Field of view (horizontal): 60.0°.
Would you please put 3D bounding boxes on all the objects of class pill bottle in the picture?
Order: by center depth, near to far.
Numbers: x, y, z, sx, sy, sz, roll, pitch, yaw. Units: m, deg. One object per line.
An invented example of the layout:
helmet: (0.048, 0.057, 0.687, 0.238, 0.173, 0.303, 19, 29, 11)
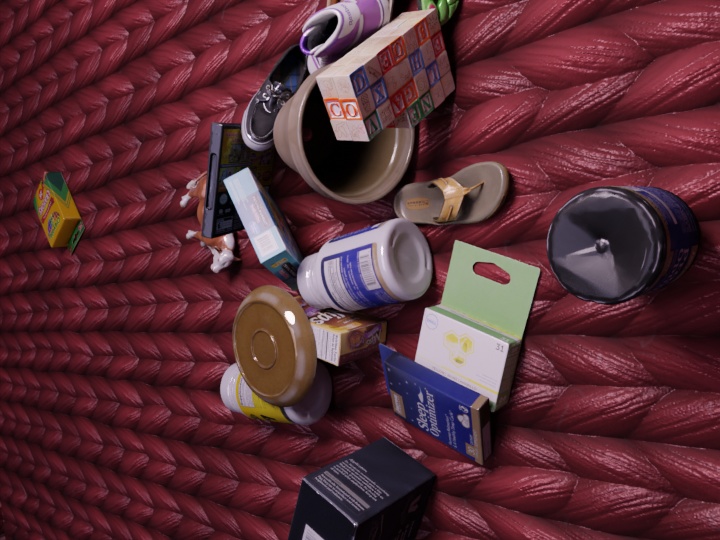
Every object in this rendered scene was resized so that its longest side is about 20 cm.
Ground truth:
pill bottle: (0.285, -0.032, 0.651, 0.111, 0.199, 0.113, 6, 100, 41)
pill bottle: (0.000, 0.000, 0.960, 0.199, 0.119, 0.121, -14, 86, 42)
pill bottle: (-0.157, 0.214, 1.128, 0.199, 0.114, 0.116, -6, 91, 42)

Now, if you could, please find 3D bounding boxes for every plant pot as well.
plant pot: (-0.046, -0.208, 0.947, 0.173, 0.198, 0.203, 17, 107, 55)
plant pot: (-0.150, 0.126, 1.015, 0.199, 0.027, 0.203, 6, 99, 41)

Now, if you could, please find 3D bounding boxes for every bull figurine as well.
bull figurine: (-0.298, -0.096, 1.245, 0.120, 0.065, 0.203, -1, 94, 38)

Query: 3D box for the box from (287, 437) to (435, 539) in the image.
box: (-0.005, 0.395, 0.958, 0.117, 0.199, 0.199, 28, 112, 35)

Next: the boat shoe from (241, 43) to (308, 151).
boat shoe: (-0.133, -0.288, 1.016, 0.069, 0.201, 0.066, 30, 155, -8)

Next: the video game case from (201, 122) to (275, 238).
video game case: (-0.205, -0.159, 1.074, 0.025, 0.200, 0.183, 13, 105, 15)

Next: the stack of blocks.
stack of blocks: (0.040, -0.246, 0.823, 0.058, 0.200, 0.116, 11, 135, 40)

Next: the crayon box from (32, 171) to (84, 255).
crayon box: (-0.834, -0.156, 1.722, 0.127, 0.051, 0.201, -46, 66, 34)

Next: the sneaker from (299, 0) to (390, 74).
sneaker: (-0.054, -0.323, 0.886, 0.073, 0.114, 0.200, 59, 150, -2)

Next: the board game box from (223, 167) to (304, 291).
board game box: (-0.147, -0.062, 1.039, 0.047, 0.200, 0.152, -27, 74, 1)

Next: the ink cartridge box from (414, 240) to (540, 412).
ink cartridge box: (0.159, 0.075, 0.879, 0.145, 0.048, 0.202, 23, 112, 38)

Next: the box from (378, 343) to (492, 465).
box: (0.101, 0.194, 0.920, 0.199, 0.032, 0.122, 23, 139, 38)

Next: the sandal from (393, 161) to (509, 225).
sandal: (0.119, -0.103, 0.886, 0.199, 0.054, 0.081, -5, 92, 42)

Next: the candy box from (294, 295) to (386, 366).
candy box: (-0.068, 0.093, 1.034, 0.199, 0.116, 0.057, 16, 106, 38)

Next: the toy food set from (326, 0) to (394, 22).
toy food set: (-0.023, -0.391, 0.941, 0.143, 0.060, 0.201, 41, 141, 31)

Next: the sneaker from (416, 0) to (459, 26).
sneaker: (0.086, -0.434, 0.875, 0.084, 0.076, 0.202, -18, 83, 63)
